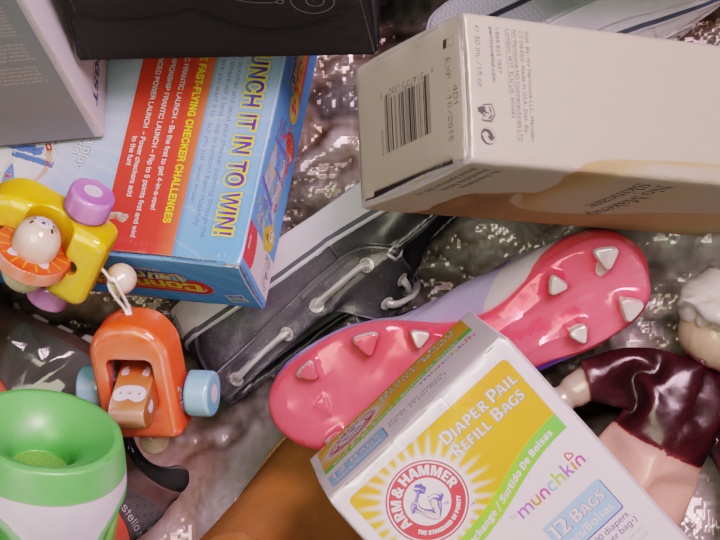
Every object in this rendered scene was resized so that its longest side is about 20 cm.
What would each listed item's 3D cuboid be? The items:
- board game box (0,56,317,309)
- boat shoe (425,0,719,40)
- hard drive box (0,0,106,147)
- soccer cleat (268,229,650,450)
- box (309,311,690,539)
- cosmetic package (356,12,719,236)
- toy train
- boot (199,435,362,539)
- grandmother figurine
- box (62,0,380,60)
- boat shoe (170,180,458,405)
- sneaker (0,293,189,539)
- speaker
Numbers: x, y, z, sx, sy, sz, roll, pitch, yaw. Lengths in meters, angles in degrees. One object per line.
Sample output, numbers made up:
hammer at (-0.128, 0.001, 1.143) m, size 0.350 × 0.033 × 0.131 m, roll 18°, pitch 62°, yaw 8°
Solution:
board game box at (-0.128, -0.089, 1.228) m, size 0.195 × 0.056 × 0.200 m, roll 6°, pitch 67°, yaw 13°
boat shoe at (0.126, -0.134, 1.217) m, size 0.200 × 0.067 × 0.074 m, roll -20°, pitch 50°, yaw -3°
hard drive box at (-0.179, -0.171, 1.132) m, size 0.077 × 0.200 × 0.156 m, roll -4°, pitch 66°, yaw 8°
soccer cleat at (0.050, 0.035, 1.202) m, size 0.200 × 0.076 × 0.067 m, roll -24°, pitch 96°, yaw 1°
box at (0.083, 0.130, 1.124) m, size 0.112 × 0.101 × 0.200 m, roll -42°, pitch 98°, yaw -1°
cosmetic package at (0.108, -0.065, 1.141) m, size 0.200 × 0.105 × 0.071 m, roll 4°, pitch 77°, yaw -27°
toy train at (-0.172, 0.029, 1.163) m, size 0.200 × 0.056 × 0.150 m, roll 5°, pitch 120°, yaw 13°
boot at (-0.057, 0.138, 1.184) m, size 0.200 × 0.155 × 0.077 m, roll -45°, pitch 79°, yaw 1°
grandmother figurine at (0.145, 0.085, 1.205) m, size 0.121 × 0.061 × 0.200 m, roll 31°, pitch 89°, yaw -16°
box at (-0.064, -0.213, 1.128) m, size 0.148 × 0.124 × 0.200 m, roll 0°, pitch 63°, yaw 4°
boat shoe at (0.000, 0.000, 1.227) m, size 0.200 × 0.072 × 0.068 m, roll -32°, pitch 79°, yaw 10°
sneaker at (-0.163, 0.057, 1.267) m, size 0.082 × 0.077 × 0.200 m, roll -34°, pitch 82°, yaw -19°
speaker at (-0.163, 0.160, 1.156) m, size 0.088 × 0.088 × 0.200 m, roll 18°, pitch 118°, yaw 11°
